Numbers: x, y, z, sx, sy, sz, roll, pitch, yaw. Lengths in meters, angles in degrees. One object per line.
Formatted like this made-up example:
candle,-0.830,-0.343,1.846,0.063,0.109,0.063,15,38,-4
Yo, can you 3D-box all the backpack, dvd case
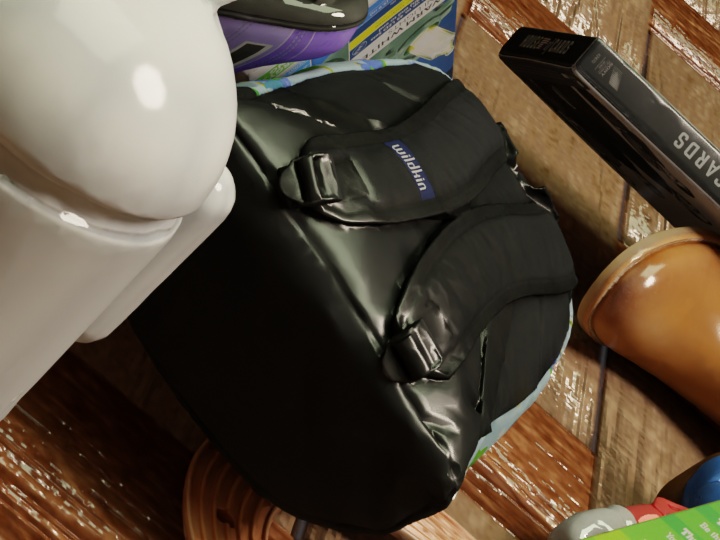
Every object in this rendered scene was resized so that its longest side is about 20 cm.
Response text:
backpack,0.000,0.000,1.011,0.163,0.154,0.200,55,38,-1
dvd case,0.160,-0.042,1.401,0.200,0.025,0.150,42,-2,-13

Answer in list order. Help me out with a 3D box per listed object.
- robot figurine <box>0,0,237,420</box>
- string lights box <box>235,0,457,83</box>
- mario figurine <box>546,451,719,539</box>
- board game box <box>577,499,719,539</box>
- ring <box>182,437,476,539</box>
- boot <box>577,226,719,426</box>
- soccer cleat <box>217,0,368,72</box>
robot figurine,-0.113,-0.027,0.812,0.170,0.200,0.113,18,33,-46
string lights box,-0.018,-0.089,1.103,0.059,0.103,0.200,49,-10,14
mario figurine,0.142,0.138,1.167,0.200,0.123,0.106,-34,121,-76
board game box,0.135,0.127,1.031,0.200,0.030,0.096,-14,52,-28
ring,0.014,0.133,0.993,0.200,0.019,0.200,36,23,-18
boot,0.197,0.063,1.354,0.200,0.074,0.155,21,26,-51
soccer cleat,-0.097,-0.081,0.981,0.200,0.073,0.068,5,22,5
